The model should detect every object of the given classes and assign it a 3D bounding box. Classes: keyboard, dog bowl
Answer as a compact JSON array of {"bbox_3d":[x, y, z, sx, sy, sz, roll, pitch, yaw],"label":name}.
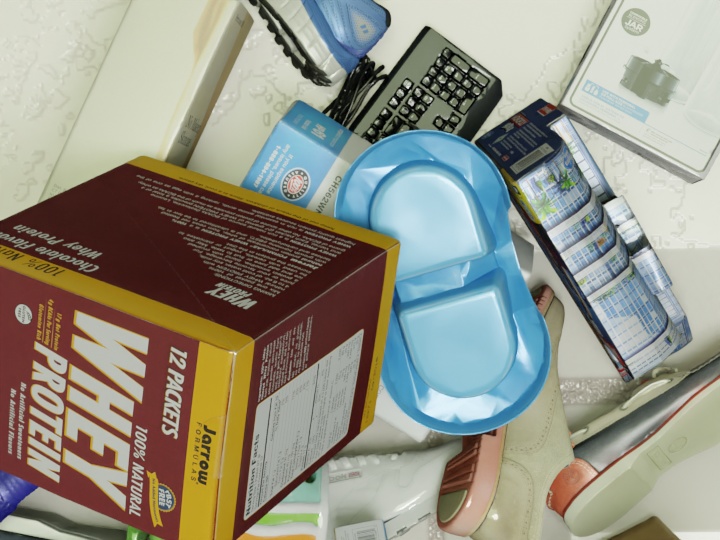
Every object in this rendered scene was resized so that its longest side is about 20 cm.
[{"bbox_3d":[0.006,-0.081,1.251,0.104,0.040,0.200,36,91,2],"label":"keyboard"},{"bbox_3d":[0.054,0.004,1.135,0.111,0.050,0.201,-16,102,8],"label":"dog bowl"}]

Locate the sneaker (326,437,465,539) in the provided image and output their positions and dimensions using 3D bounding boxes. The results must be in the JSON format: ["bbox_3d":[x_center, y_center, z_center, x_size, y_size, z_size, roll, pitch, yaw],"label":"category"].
[{"bbox_3d":[-0.004,0.158,1.237,0.200,0.076,0.081,-27,78,1],"label":"sneaker"}]

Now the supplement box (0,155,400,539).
[{"bbox_3d":[-0.114,0.042,1.067,0.197,0.200,0.133,19,116,22],"label":"supplement box"}]

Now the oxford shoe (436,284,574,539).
[{"bbox_3d":[0.112,0.103,1.208,0.074,0.071,0.200,28,61,-12],"label":"oxford shoe"}]

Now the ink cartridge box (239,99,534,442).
[{"bbox_3d":[0.000,0.000,1.207,0.200,0.085,0.145,31,105,-4],"label":"ink cartridge box"}]

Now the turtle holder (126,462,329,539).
[{"bbox_3d":[-0.089,0.153,1.174,0.131,0.186,0.141,4,99,-4],"label":"turtle holder"}]

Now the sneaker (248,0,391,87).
[{"bbox_3d":[-0.051,-0.230,1.247,0.089,0.079,0.200,-36,91,-11],"label":"sneaker"}]

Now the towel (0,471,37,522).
[{"bbox_3d":[-0.247,0.095,1.242,0.200,0.050,0.148,-38,61,5],"label":"towel"}]

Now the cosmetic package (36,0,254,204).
[{"bbox_3d":[-0.150,-0.105,1.230,0.071,0.105,0.200,25,93,2],"label":"cosmetic package"}]

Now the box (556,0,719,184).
[{"bbox_3d":[0.232,-0.175,1.227,0.116,0.060,0.200,29,91,3],"label":"box"}]

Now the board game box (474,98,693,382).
[{"bbox_3d":[0.163,-0.007,1.186,0.062,0.200,0.200,-33,102,4],"label":"board game box"}]

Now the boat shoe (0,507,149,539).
[{"bbox_3d":[-0.187,0.214,1.243,0.199,0.075,0.062,12,90,6],"label":"boat shoe"}]

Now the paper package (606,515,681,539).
[{"bbox_3d":[0.142,0.262,1.165,0.200,0.191,0.104,-26,90,2],"label":"paper package"}]

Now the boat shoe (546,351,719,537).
[{"bbox_3d":[0.208,0.102,1.227,0.200,0.071,0.063,-38,49,1],"label":"boat shoe"}]

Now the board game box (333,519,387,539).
[{"bbox_3d":[0.021,0.283,1.152,0.034,0.135,0.200,-11,53,0],"label":"board game box"}]
